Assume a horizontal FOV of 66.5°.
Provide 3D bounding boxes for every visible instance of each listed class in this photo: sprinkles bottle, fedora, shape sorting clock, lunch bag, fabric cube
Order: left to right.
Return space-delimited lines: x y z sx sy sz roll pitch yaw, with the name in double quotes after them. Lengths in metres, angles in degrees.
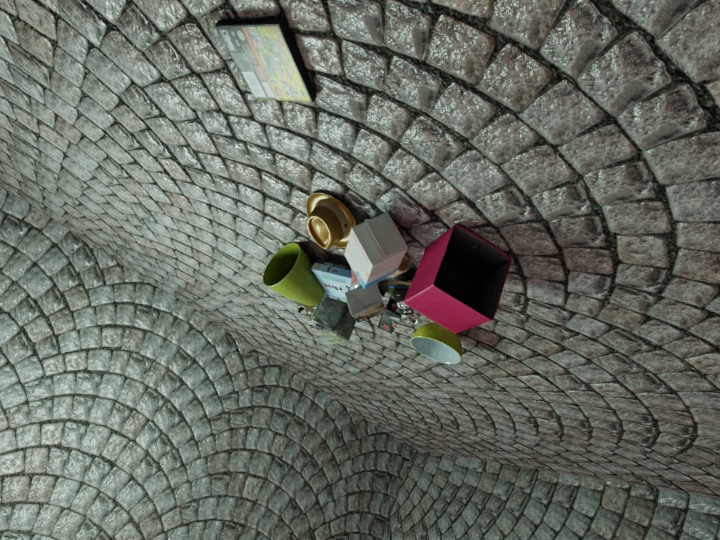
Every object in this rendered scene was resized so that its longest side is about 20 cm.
-0.104 -0.134 1.656 0.197 0.082 0.203 24 142 20 "fedora"
-0.109 0.169 2.146 0.167 0.203 0.138 36 151 -25 "lunch bag"
0.087 -0.002 1.790 0.068 0.069 0.199 32 154 -15 "sprinkles bottle"
0.166 0.063 1.834 0.195 0.040 0.201 8 161 3 "shape sorting clock"
0.268 0.029 1.528 0.193 0.203 0.199 28 157 -9 "fabric cube"

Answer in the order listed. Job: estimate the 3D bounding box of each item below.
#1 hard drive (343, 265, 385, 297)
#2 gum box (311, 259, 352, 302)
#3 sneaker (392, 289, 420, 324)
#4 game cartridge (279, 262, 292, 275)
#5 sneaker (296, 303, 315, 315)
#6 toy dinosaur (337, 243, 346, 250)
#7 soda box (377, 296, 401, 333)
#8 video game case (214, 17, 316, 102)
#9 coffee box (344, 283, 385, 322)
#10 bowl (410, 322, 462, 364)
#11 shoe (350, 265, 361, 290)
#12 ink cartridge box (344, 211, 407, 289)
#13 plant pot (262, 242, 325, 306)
-0.017 0.038 2.003 0.196 0.038 0.140 8 149 35 "hard drive"
-0.066 0.049 1.973 0.166 0.045 0.201 13 152 26 "gum box"
0.160 0.124 1.817 0.073 0.091 0.200 0 158 29 "sneaker"
-0.250 0.034 2.152 0.200 0.041 0.133 45 176 -17 "game cartridge"
-0.193 0.163 2.359 0.197 0.077 0.071 2 147 42 "sneaker"
-0.015 -0.073 1.763 0.104 0.061 0.201 22 155 5 "toy dinosaur"
0.119 0.172 2.098 0.069 0.064 0.201 24 155 4 "soda box"
-0.209 -0.468 1.234 0.177 0.026 0.201 12 151 28 "video game case"
0.019 0.108 1.844 0.112 0.081 0.200 -20 167 0 "coffee box"
0.293 0.249 2.026 0.196 0.109 0.201 21 154 11 "bowl"
0.000 0.000 1.783 0.092 0.070 0.200 63 157 6 "shoe"
0.045 -0.061 1.594 0.130 0.123 0.201 60 161 16 "ink cartridge box"
-0.224 0.035 2.012 0.185 0.190 0.200 -4 142 47 "plant pot"
